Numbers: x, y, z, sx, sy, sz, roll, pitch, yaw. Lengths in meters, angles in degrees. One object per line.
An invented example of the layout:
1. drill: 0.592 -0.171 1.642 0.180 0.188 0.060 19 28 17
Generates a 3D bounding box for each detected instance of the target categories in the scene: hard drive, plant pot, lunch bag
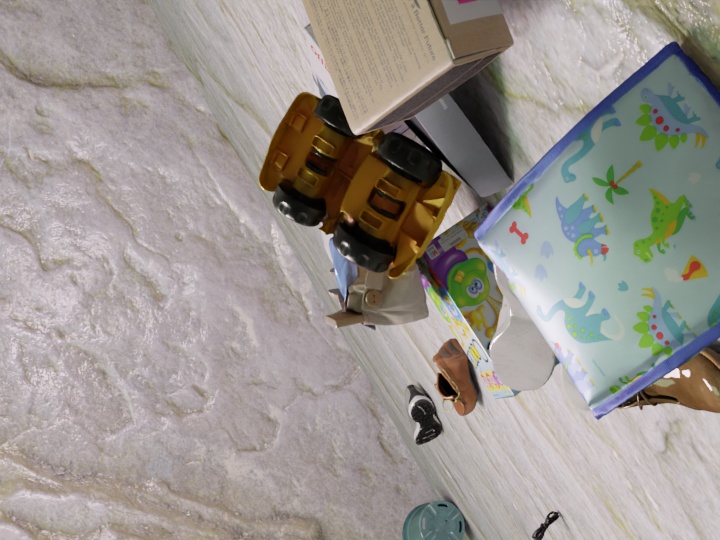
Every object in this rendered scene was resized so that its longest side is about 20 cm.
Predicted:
1. hard drive: 0.074 -0.157 0.960 0.135 0.042 0.200 49 -175 39
2. plant pot: 0.240 0.819 2.944 0.202 0.198 0.197 55 163 17
3. lunch bag: 0.202 -0.027 0.644 0.171 0.126 0.201 55 141 14

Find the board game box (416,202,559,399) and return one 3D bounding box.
1. board game box: 0.157 0.039 1.123 0.202 0.104 0.103 57 171 5

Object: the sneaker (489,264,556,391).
1. sneaker: 0.184 0.036 1.012 0.074 0.089 0.203 8 125 19

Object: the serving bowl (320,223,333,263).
1. serving bowl: -0.028 -0.037 1.963 0.202 0.065 0.200 56 171 13

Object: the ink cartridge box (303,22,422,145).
1. ink cartridge box: 0.008 -0.214 1.159 0.147 0.085 0.201 55 171 20

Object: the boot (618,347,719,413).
1. boot: 0.271 0.105 0.841 0.075 0.075 0.200 60 169 -7

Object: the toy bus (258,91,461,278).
1. toy bus: 0.013 -0.101 1.039 0.198 0.137 0.192 32 -164 11

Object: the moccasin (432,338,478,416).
1. moccasin: 0.166 0.205 1.682 0.074 0.077 0.203 51 168 32

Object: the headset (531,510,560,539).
1. headset: 0.386 0.518 1.628 0.199 0.094 0.124 39 161 16

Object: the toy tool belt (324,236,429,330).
1. toy tool belt: 0.000 0.000 1.131 0.201 0.121 0.127 -114 6 -61

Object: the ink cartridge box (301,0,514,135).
1. ink cartridge box: 0.022 -0.240 0.780 0.164 0.074 0.204 -23 87 57

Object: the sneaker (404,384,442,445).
1. sneaker: 0.150 0.355 2.295 0.080 0.073 0.202 -119 11 -45

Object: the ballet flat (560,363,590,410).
1. ballet flat: 0.241 0.084 0.972 0.069 0.069 0.202 45 160 53
